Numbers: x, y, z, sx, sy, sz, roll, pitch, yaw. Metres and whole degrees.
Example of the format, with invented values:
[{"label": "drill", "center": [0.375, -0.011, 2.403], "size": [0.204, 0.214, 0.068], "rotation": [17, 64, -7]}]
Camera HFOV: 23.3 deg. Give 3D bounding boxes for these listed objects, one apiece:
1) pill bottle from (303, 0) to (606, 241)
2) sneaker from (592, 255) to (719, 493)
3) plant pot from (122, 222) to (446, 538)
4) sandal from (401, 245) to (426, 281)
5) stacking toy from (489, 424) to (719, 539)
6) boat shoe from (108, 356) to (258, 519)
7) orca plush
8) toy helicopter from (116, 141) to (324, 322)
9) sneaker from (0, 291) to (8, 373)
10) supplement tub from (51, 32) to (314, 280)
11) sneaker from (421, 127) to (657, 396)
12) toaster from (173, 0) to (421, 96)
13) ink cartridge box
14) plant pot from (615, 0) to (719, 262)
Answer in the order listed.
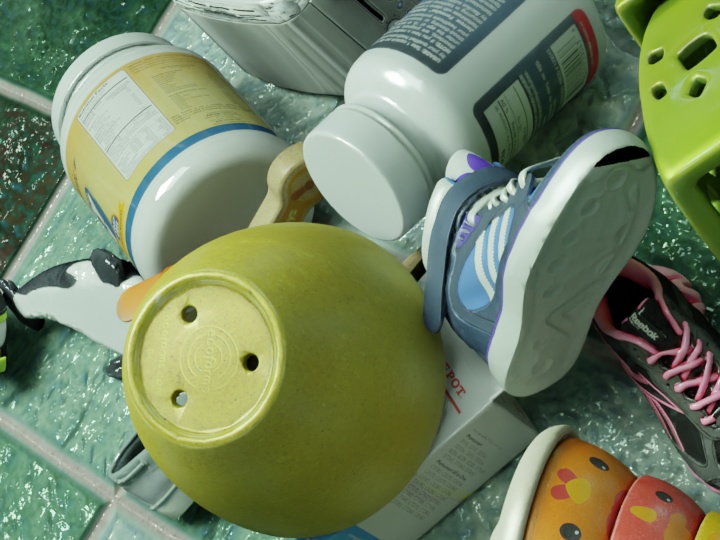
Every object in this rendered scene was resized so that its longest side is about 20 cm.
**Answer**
[{"label": "pill bottle", "center": [0.060, -0.117, 1.160], "size": [0.119, 0.120, 0.200], "rotation": [23, 57, 42]}, {"label": "sneaker", "center": [0.190, 0.057, 1.025], "size": [0.079, 0.095, 0.200], "rotation": [-44, 49, 6]}, {"label": "plant pot", "center": [-0.065, 0.060, 1.046], "size": [0.199, 0.142, 0.201], "rotation": [-3, 82, 21]}, {"label": "sandal", "center": [0.000, 0.002, 1.176], "size": [0.211, 0.078, 0.070], "rotation": [-38, 79, -11]}, {"label": "stacking toy", "center": [0.179, 0.172, 0.968], "size": [0.199, 0.146, 0.147], "rotation": [9, 70, 20]}, {"label": "boat shoe", "center": [-0.118, 0.096, 1.191], "size": [0.201, 0.071, 0.070], "rotation": [-55, 15, 38]}, {"label": "orca plush", "center": [-0.189, 0.027, 1.365], "size": [0.199, 0.071, 0.106], "rotation": [-11, 103, 43]}, {"label": "toy helicopter", "center": [-0.082, -0.004, 1.204], "size": [0.200, 0.132, 0.079], "rotation": [-61, 43, 24]}, {"label": "sneaker", "center": [-0.346, 0.056, 1.438], "size": [0.200, 0.071, 0.083], "rotation": [5, 109, 58]}, {"label": "supplement tub", "center": [-0.139, -0.080, 1.313], "size": [0.145, 0.145, 0.200], "rotation": [-47, 47, 5]}, {"label": "sneaker", "center": [0.088, -0.039, 1.017], "size": [0.147, 0.080, 0.201], "rotation": [59, 148, 36]}, {"label": "toaster", "center": [-0.058, -0.214, 1.339], "size": [0.199, 0.129, 0.114], "rotation": [17, 75, 42]}, {"label": "ink cartridge box", "center": [0.034, 0.095, 1.136], "size": [0.200, 0.068, 0.115], "rotation": [-41, 48, 11]}, {"label": "plant pot", "center": [0.270, -0.110, 0.996], "size": [0.200, 0.199, 0.182], "rotation": [-31, 45, 18]}]
